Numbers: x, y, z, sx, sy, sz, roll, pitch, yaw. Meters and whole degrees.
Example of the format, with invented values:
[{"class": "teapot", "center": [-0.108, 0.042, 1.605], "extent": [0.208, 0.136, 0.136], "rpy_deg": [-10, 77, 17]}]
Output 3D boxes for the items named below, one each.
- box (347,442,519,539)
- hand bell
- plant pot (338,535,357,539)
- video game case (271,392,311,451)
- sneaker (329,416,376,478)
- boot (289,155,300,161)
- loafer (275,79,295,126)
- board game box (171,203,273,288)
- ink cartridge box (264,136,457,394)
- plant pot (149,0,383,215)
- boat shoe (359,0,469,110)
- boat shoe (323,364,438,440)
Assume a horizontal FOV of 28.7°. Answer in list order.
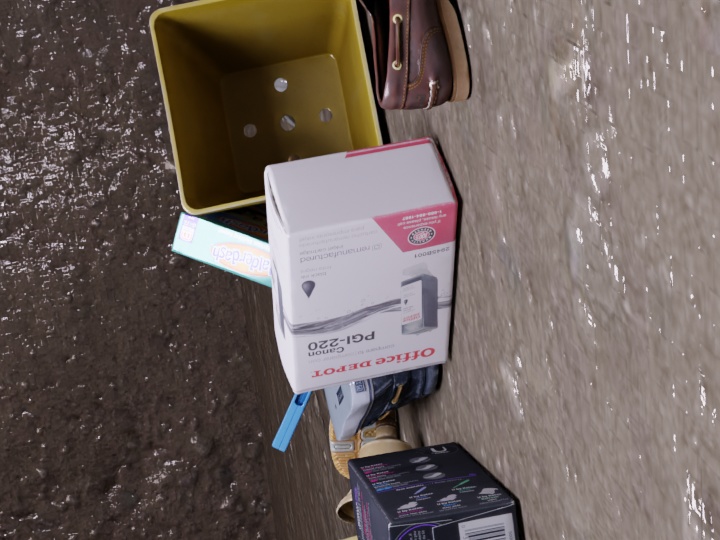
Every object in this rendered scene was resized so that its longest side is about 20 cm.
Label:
[{"class": "box", "center": [0.061, 0.230, 1.171], "extent": [0.200, 0.105, 0.123], "rpy_deg": [-145, 48, -78]}, {"class": "hand bell", "center": [0.025, 0.151, 1.441], "extent": [0.104, 0.103, 0.202], "rpy_deg": [97, 172, -61]}, {"class": "plant pot", "center": [0.019, 0.373, 1.359], "extent": [0.200, 0.192, 0.197], "rpy_deg": [81, 175, -66]}, {"class": "video game case", "center": [-0.036, 0.074, 1.452], "extent": [0.143, 0.018, 0.201], "rpy_deg": [-63, -3, -75]}, {"class": "sneaker", "center": [0.000, 0.130, 1.577], "extent": [0.088, 0.075, 0.202], "rpy_deg": [-124, 34, -82]}, {"class": "boot", "center": [-0.050, -0.061, 1.637], "extent": [0.144, 0.070, 0.203], "rpy_deg": [162, 93, -78]}, {"class": "loafer", "center": [-0.079, -0.237, 1.659], "extent": [0.200, 0.069, 0.070], "rpy_deg": [83, 169, -69]}, {"class": "board game box", "center": [-0.090, -0.032, 1.463], "extent": [0.200, 0.151, 0.045], "rpy_deg": [-38, -33, -73]}, {"class": "ink cartridge box", "center": [0.000, 0.000, 1.174], "extent": [0.201, 0.144, 0.085], "rpy_deg": [90, 165, -48]}, {"class": "plant pot", "center": [-0.082, -0.162, 1.418], "extent": [0.176, 0.198, 0.202], "rpy_deg": [47, -148, -84]}, {"class": "boat shoe", "center": [0.026, -0.214, 1.030], "extent": [0.070, 0.070, 0.202], "rpy_deg": [107, 153, -72]}, {"class": "boat shoe", "center": [0.019, 0.114, 1.349], "extent": [0.200, 0.090, 0.071], "rpy_deg": [121, 135, -74]}]
